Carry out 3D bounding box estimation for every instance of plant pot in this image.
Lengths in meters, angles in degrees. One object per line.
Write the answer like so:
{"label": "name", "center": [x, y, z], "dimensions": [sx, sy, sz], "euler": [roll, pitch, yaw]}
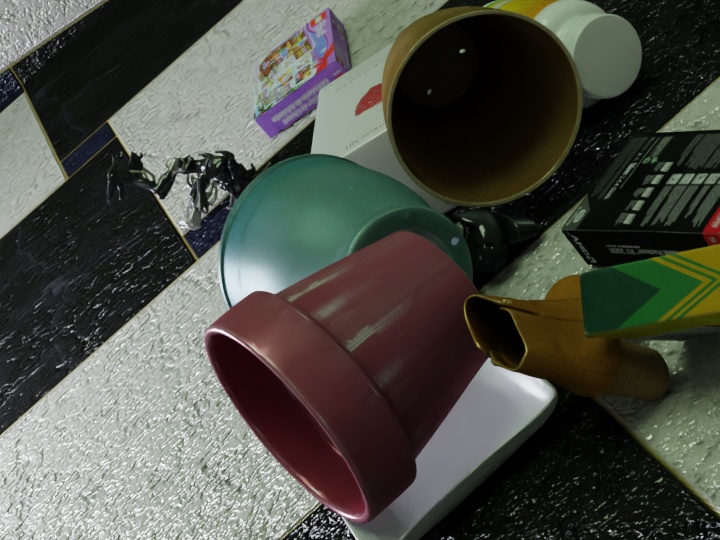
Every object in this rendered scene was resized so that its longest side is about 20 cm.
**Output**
{"label": "plant pot", "center": [0.096, -0.181, 1.663], "dimensions": [0.186, 0.186, 0.200], "euler": [-39, 24, 4]}
{"label": "plant pot", "center": [0.000, 0.000, 1.561], "dimensions": [0.200, 0.200, 0.188], "euler": [-48, 27, -15]}
{"label": "plant pot", "center": [0.003, 0.071, 1.379], "dimensions": [0.179, 0.200, 0.200], "euler": [-40, 23, -20]}

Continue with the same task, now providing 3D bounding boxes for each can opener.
{"label": "can opener", "center": [0.089, -0.028, 1.662], "dimensions": [0.200, 0.079, 0.063], "euler": [2, 87, 60]}

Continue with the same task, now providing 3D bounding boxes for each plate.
{"label": "plate", "center": [0.061, 0.144, 1.434], "dimensions": [0.200, 0.032, 0.200], "euler": [-43, 25, -2]}

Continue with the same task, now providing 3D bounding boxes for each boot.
{"label": "boot", "center": [0.143, 0.038, 1.347], "dimensions": [0.071, 0.144, 0.201], "euler": [-68, 23, 15]}

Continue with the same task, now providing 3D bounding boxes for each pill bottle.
{"label": "pill bottle", "center": [0.195, -0.220, 1.744], "dimensions": [0.111, 0.111, 0.200], "euler": [-47, 25, -13]}

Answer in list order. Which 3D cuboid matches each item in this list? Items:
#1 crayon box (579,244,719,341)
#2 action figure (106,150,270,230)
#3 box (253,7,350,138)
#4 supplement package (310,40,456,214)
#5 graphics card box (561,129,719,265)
{"label": "crayon box", "center": [0.275, 0.013, 1.233], "dimensions": [0.200, 0.127, 0.051], "euler": [-13, 78, 45]}
{"label": "action figure", "center": [-0.211, -0.102, 2.154], "dimensions": [0.200, 0.102, 0.119], "euler": [3, 1, 4]}
{"label": "box", "center": [-0.080, -0.268, 2.309], "dimensions": [0.137, 0.039, 0.200], "euler": [-35, 25, 15]}
{"label": "supplement package", "center": [0.030, -0.135, 1.833], "dimensions": [0.121, 0.120, 0.200], "euler": [-30, 27, 20]}
{"label": "graphics card box", "center": [0.275, -0.060, 1.439], "dimensions": [0.126, 0.051, 0.200], "euler": [-52, 28, -21]}
